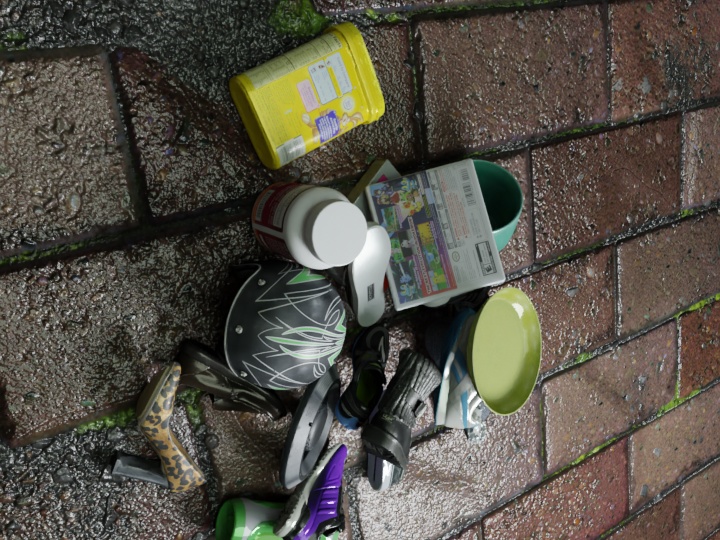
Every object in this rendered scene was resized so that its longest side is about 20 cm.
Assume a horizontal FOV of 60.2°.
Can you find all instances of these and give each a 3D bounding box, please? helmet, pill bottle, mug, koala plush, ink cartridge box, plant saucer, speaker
[{"bbox_3d":[-0.116,0.078,0.902,0.197,0.190,0.205,-7,104,-30],"label":"helmet"},{"bbox_3d":[-0.074,-0.065,0.893,0.111,0.199,0.116,-7,104,-29],"label":"pill bottle"},{"bbox_3d":[0.182,-0.090,1.075,0.182,0.154,0.115,-24,153,-13],"label":"mug"},{"bbox_3d":[0.194,0.200,1.138,0.180,0.177,0.205,3,99,-19],"label":"koala plush"},{"bbox_3d":[0.029,-0.054,1.051,0.174,0.043,0.201,44,77,-28],"label":"ink cartridge box"},{"bbox_3d":[0.229,0.128,1.001,0.198,0.031,0.205,0,90,-44],"label":"plant saucer"},{"bbox_3d":[-0.135,0.427,1.026,0.197,0.088,0.090,21,89,-32],"label":"speaker"}]

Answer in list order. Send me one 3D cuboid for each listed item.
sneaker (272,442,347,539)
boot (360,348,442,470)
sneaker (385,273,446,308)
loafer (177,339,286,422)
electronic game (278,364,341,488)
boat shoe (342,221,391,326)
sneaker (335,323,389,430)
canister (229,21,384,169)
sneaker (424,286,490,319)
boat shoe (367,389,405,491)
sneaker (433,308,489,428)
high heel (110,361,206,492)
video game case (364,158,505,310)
[{"bbox_3d":[-0.059,0.380,1.020,0.099,0.070,0.201,42,41,-3],"label":"sneaker"},{"bbox_3d":[0.070,0.230,1.012,0.160,0.078,0.212,-62,166,-22],"label":"boot"},{"bbox_3d":[0.101,-0.010,1.082,0.199,0.074,0.101,37,73,-50],"label":"sneaker"},{"bbox_3d":[-0.201,0.182,0.950,0.199,0.073,0.072,37,85,-21],"label":"loafer"},{"bbox_3d":[-0.079,0.244,0.983,0.041,0.200,0.204,18,90,12],"label":"electronic game"},{"bbox_3d":[0.000,0.000,0.961,0.070,0.064,0.203,-22,138,-25],"label":"boat shoe"},{"bbox_3d":[0.019,0.170,1.032,0.070,0.082,0.201,37,43,-16],"label":"sneaker"},{"bbox_3d":[-0.078,-0.257,0.920,0.198,0.086,0.151,-32,114,-20],"label":"canister"},{"bbox_3d":[0.171,0.052,1.068,0.198,0.075,0.116,-25,122,-44],"label":"sneaker"},{"bbox_3d":[0.058,0.303,1.134,0.070,0.072,0.204,-5,113,-39],"label":"boat shoe"},{"bbox_3d":[0.173,0.162,1.023,0.079,0.077,0.204,9,104,1],"label":"sneaker"},{"bbox_3d":[-0.262,0.231,0.911,0.141,0.072,0.202,22,104,-26],"label":"high heel"},{"bbox_3d":[0.116,-0.058,0.982,0.179,0.023,0.204,-14,84,-2],"label":"video game case"}]
